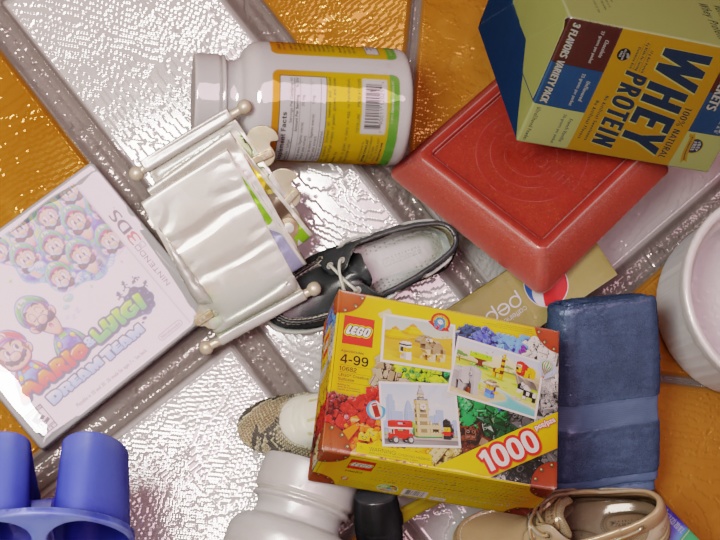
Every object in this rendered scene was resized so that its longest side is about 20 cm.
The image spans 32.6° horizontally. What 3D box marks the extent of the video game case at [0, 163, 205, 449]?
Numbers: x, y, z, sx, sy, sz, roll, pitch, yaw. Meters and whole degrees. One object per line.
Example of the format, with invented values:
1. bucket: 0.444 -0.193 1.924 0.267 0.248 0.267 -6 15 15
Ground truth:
1. video game case: -0.267 0.030 1.122 0.200 0.024 0.182 -40 87 -16

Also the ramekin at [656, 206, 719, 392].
1. ramekin: 0.392 0.031 1.219 0.200 0.098 0.201 3 78 -12

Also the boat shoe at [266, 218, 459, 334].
1. boat shoe: 0.000 0.000 1.164 0.199 0.060 0.076 -27 85 -16

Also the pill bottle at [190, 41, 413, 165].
1. pill bottle: -0.058 -0.158 1.162 0.199 0.111 0.112 1 77 -11

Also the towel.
1. towel: 0.226 0.120 1.162 0.111 0.049 0.201 -5 103 -12

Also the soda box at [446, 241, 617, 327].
1. soda box: 0.143 0.035 1.182 0.200 0.068 0.064 -33 86 -16

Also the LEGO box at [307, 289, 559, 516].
1. LEGO box: 0.064 0.114 1.056 0.199 0.077 0.149 10 61 -9

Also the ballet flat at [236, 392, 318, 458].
1. ballet flat: -0.010 0.143 1.122 0.199 0.075 0.068 11 63 -8

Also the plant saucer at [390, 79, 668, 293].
1. plant saucer: 0.166 -0.106 1.195 0.199 0.037 0.200 40 68 21

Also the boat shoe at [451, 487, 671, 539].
1. boat shoe: 0.177 0.227 1.115 0.199 0.065 0.071 -11 51 11

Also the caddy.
1. caddy: -0.254 0.208 1.002 0.141 0.200 0.105 2 61 -9

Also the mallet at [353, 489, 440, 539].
1. mallet: 0.069 0.194 1.110 0.200 0.041 0.066 -27 114 -39

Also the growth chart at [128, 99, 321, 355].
1. growth chart: -0.116 -0.040 1.110 0.144 0.018 0.201 -23 101 -2

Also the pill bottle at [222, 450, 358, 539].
1. pill bottle: -0.070 0.265 1.062 0.114 0.114 0.201 19 72 -7

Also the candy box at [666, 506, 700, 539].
1. candy box: 0.262 0.345 1.133 0.169 0.077 0.200 45 74 1

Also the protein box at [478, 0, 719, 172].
1. protein box: 0.242 -0.218 1.172 0.199 0.135 0.199 7 41 -15
